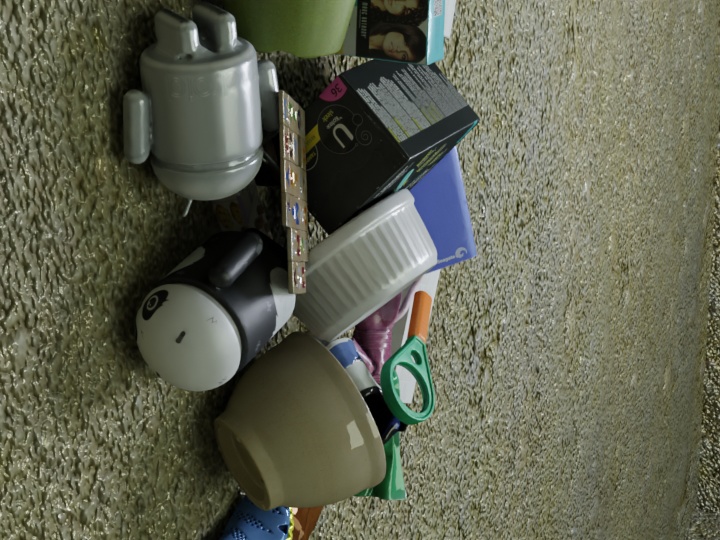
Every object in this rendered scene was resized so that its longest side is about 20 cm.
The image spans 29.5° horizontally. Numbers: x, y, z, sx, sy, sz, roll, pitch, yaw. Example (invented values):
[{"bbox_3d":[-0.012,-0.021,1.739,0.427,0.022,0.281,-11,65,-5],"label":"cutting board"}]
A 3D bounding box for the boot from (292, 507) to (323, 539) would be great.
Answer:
[{"bbox_3d":[-0.078,0.345,1.773,0.189,0.068,0.201,58,42,-45],"label":"boot"}]

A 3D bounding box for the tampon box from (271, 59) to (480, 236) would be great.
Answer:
[{"bbox_3d":[0.016,-0.155,1.585,0.150,0.126,0.200,-43,175,34],"label":"tampon box"}]

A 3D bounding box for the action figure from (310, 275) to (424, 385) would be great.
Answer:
[{"bbox_3d":[0.021,0.085,1.754,0.134,0.148,0.202,16,73,-70],"label":"action figure"}]

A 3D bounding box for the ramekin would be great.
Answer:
[{"bbox_3d":[0.000,0.000,1.593,0.094,0.202,0.202,54,34,4],"label":"ramekin"}]

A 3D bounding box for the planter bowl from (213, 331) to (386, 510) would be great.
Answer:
[{"bbox_3d":[-0.083,0.188,1.557,0.134,0.200,0.201,-28,130,-23],"label":"planter bowl"}]

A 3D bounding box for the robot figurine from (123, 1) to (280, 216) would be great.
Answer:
[{"bbox_3d":[-0.153,-0.154,1.330,0.169,0.113,0.201,-16,120,-24],"label":"robot figurine"}]

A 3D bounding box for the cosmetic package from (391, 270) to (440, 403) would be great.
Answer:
[{"bbox_3d":[0.056,0.082,1.913,0.082,0.050,0.201,15,87,-66],"label":"cosmetic package"}]

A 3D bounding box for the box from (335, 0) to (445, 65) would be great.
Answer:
[{"bbox_3d":[-0.009,-0.273,1.466,0.049,0.199,0.083,-35,131,-59],"label":"box"}]

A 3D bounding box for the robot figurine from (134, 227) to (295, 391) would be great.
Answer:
[{"bbox_3d":[-0.147,0.036,1.415,0.200,0.124,0.151,-47,131,-46],"label":"robot figurine"}]

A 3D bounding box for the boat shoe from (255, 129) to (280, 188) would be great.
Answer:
[{"bbox_3d":[-0.110,-0.171,1.464,0.072,0.067,0.201,-57,145,-35],"label":"boat shoe"}]

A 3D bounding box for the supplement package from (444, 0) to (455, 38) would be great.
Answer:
[{"bbox_3d":[0.026,-0.348,1.601,0.200,0.116,0.118,1,100,-63],"label":"supplement package"}]

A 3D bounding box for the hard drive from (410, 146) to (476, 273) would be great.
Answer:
[{"bbox_3d":[0.072,-0.091,1.783,0.131,0.025,0.201,-19,115,-12],"label":"hard drive"}]

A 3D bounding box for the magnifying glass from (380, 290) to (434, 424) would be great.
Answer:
[{"bbox_3d":[0.063,0.101,1.642,0.080,0.022,0.201,42,39,-25],"label":"magnifying glass"}]

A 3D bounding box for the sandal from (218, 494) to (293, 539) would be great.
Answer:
[{"bbox_3d":[-0.143,0.334,1.600,0.087,0.079,0.201,56,50,-50],"label":"sandal"}]

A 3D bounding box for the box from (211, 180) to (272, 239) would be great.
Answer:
[{"bbox_3d":[-0.133,-0.070,1.488,0.039,0.041,0.201,-56,147,-37],"label":"box"}]

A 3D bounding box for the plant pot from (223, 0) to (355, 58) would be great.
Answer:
[{"bbox_3d":[-0.068,-0.319,1.364,0.200,0.199,0.191,-31,136,-56],"label":"plant pot"}]

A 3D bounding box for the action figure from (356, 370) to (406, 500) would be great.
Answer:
[{"bbox_3d":[0.012,0.202,1.842,0.055,0.117,0.202,-140,-124,-83],"label":"action figure"}]

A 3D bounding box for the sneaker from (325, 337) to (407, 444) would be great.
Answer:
[{"bbox_3d":[0.000,0.180,1.636,0.080,0.115,0.200,-30,146,-13],"label":"sneaker"}]

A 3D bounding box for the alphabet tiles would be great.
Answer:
[{"bbox_3d":[-0.068,-0.076,1.420,0.167,0.007,0.202,3,85,-85],"label":"alphabet tiles"}]
